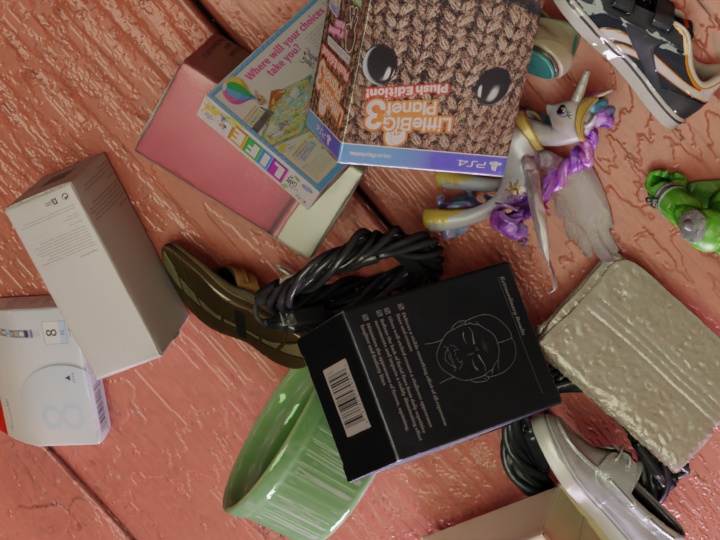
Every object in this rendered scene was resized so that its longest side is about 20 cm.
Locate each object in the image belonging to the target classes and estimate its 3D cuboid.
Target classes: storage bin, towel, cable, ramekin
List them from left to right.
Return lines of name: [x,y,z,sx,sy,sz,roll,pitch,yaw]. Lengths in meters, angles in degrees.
ramekin: [-0.047,0.179,1.616,0.098,0.200,0.200,32,113,-10]
cable: [0.000,0.000,1.548,0.163,0.200,0.051,-48,59,49]
storage bin: [0.175,0.344,1.659,0.200,0.094,0.199,-28,108,34]
cable: [0.226,0.181,1.639,0.200,0.051,0.163,44,117,-10]
towel: [0.279,0.088,1.572,0.200,0.034,0.133,43,86,0]

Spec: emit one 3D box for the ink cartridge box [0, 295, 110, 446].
ink cartridge box: [-0.380,0.111,1.728,0.200,0.047,0.160,-4,110,10]

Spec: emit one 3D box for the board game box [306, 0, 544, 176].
board game box: [0.057,-0.195,1.379,0.159,0.097,0.200,3,113,-20]

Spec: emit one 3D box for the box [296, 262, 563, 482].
box: [0.066,0.096,1.528,0.107,0.200,0.149,-34,74,58]

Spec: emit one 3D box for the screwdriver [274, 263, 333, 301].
screwdriver: [-0.005,0.051,1.642,0.200,0.029,0.028,32,113,-8]

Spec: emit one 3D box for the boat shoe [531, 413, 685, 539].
boat shoe: [0.247,0.206,1.578,0.071,0.070,0.201,-36,107,15]

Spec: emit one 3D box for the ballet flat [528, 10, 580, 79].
ballet flat: [0.114,-0.231,1.491,0.200,0.069,0.070,23,115,25]

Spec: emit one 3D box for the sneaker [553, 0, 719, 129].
sneaker: [0.253,-0.224,1.466,0.079,0.078,0.200,-38,111,26]

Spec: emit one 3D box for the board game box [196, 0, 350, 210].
board game box: [-0.036,-0.166,1.475,0.134,0.200,0.034,41,147,3]

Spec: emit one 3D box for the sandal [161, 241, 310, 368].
sandal: [-0.120,0.030,1.635,0.200,0.054,0.080,29,143,20]

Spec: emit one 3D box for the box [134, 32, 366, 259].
box: [-0.095,-0.122,1.542,0.200,0.128,0.109,31,113,-3]

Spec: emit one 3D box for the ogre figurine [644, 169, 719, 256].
ogre figurine: [0.362,-0.034,1.494,0.200,0.120,0.098,40,112,-5]

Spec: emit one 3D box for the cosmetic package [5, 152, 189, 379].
cosmetic package: [-0.264,-0.005,1.631,0.085,0.108,0.200,-20,105,17]

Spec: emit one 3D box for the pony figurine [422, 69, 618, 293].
pony figurine: [0.155,-0.085,1.512,0.200,0.167,0.193,-4,103,28]
